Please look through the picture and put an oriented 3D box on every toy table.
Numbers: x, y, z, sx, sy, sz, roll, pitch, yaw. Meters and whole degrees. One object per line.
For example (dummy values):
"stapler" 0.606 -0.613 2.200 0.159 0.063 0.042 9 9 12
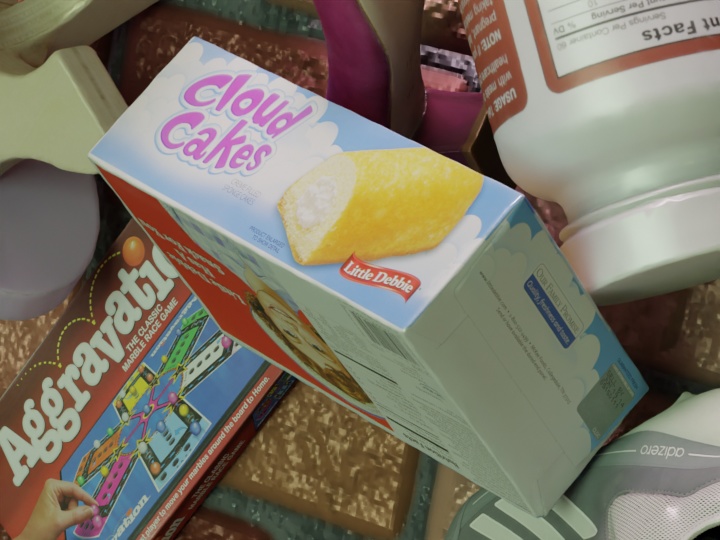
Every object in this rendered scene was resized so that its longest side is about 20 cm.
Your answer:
"toy table" -0.163 -0.092 1.203 0.200 0.184 0.117 49 133 11

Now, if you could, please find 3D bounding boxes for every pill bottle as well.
"pill bottle" 0.093 -0.095 1.050 0.112 0.112 0.201 -20 80 34

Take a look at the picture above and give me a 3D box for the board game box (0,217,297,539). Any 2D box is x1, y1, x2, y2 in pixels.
"board game box" -0.090 0.048 1.239 0.103 0.019 0.200 50 117 25

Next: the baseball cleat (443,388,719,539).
"baseball cleat" 0.081 0.109 1.049 0.070 0.107 0.200 37 137 -12

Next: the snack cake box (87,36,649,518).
"snack cake box" 0.000 0.000 1.072 0.067 0.115 0.200 -49 43 -13

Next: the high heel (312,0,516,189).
"high heel" -0.013 -0.099 1.097 0.095 0.200 0.068 3 54 32
